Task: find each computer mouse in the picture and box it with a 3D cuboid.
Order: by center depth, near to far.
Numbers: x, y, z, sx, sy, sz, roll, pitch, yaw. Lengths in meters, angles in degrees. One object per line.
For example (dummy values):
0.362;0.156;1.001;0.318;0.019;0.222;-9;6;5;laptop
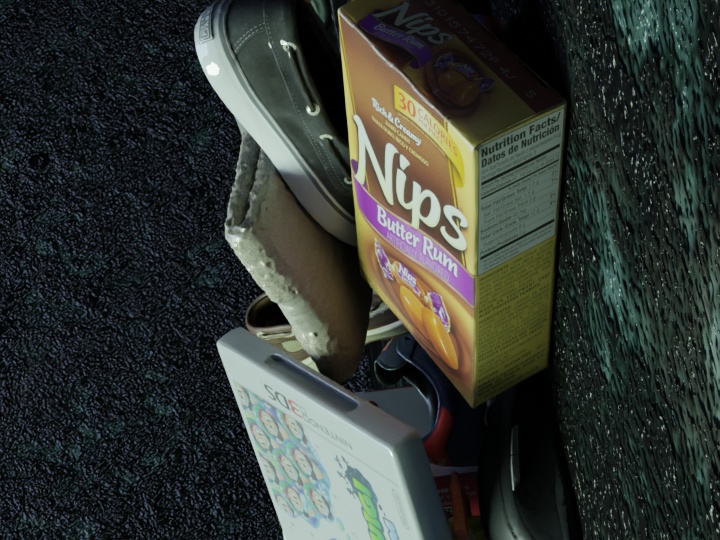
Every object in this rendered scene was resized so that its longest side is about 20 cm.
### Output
0.083;0.110;0.911;0.140;0.046;0.200;91;171;-65;computer mouse

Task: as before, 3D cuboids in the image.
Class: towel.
-0.028;-0.050;0.927;0.133;0.034;0.200;56;-149;-39;towel

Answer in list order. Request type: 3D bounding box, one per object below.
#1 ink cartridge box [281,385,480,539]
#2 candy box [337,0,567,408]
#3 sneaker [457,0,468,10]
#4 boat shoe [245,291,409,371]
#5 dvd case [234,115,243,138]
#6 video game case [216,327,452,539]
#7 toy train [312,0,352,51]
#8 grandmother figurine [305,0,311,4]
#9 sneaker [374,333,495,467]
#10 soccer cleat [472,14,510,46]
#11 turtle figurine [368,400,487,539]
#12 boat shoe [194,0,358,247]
0.022;0.204;1.135;0.145;0.145;0.200;-100;3;-66;ink cartridge box
0.045;-0.037;0.802;0.117;0.056;0.200;50;157;35;candy box
0.029;-0.168;1.004;0.200;0.076;0.088;-126;28;-84;sneaker
0.000;0.005;1.013;0.202;0.075;0.075;-38;36;38;boat shoe
-0.018;-0.066;1.127;0.025;0.150;0.200;-48;-40;-28;dvd case
-0.003;0.144;0.914;0.182;0.024;0.200;25;139;51;video game case
0.004;-0.147;1.199;0.085;0.114;0.200;23;-125;-65;toy train
-0.058;-0.230;1.029;0.121;0.061;0.200;87;-175;-72;grandmother figurine
0.048;0.033;1.050;0.075;0.084;0.200;90;173;-70;sneaker
0.043;-0.097;0.885;0.200;0.076;0.067;154;109;-88;soccer cleat
0.049;0.169;0.950;0.161;0.064;0.200;51;171;-19;turtle figurine
-0.010;-0.082;0.857;0.200;0.066;0.070;50;-145;-43;boat shoe
